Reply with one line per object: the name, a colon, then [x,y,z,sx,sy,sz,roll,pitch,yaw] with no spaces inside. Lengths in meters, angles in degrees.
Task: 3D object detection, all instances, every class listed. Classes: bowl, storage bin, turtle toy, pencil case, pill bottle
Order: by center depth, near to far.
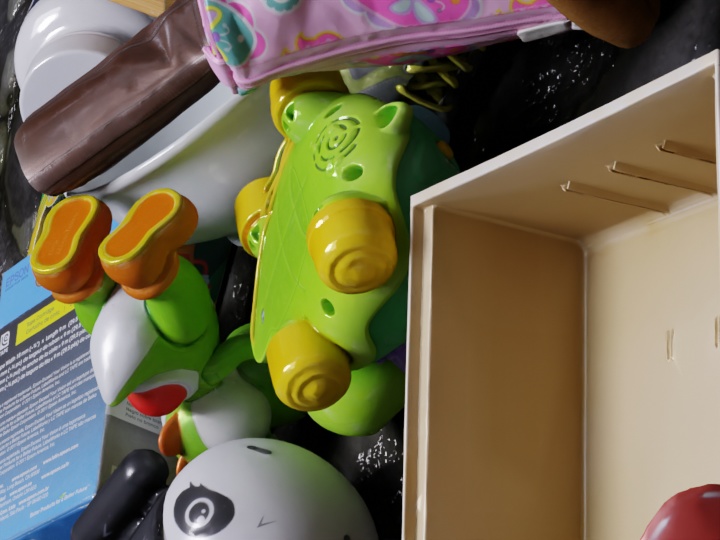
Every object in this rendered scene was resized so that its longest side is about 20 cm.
storage bin: [0.106,0.049,0.685,0.200,0.094,0.199,-23,60,56]
pencil case: [0.026,-0.132,0.801,0.087,0.200,0.088,-8,-90,-85]
turtle toy: [0.000,0.000,0.862,0.146,0.101,0.200,-106,27,-45]
bowl: [-0.063,-0.078,1.000,0.201,0.090,0.201,-35,20,15]
pill bottle: [-0.165,-0.152,1.170,0.200,0.111,0.111,-87,23,-56]

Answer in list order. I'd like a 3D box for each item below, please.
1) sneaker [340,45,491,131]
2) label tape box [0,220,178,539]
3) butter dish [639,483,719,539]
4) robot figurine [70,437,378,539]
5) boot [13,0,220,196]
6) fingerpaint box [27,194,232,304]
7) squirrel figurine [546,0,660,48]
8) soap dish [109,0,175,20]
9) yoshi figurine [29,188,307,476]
sneaker: [0.036,-0.128,0.894,0.085,0.074,0.200,25,102,60]
label tape box: [-0.164,0.073,1.063,0.144,0.063,0.200,-29,48,41]
butter dish: [0.144,0.161,0.523,0.148,0.200,0.200,-122,45,-83]
robot figurine: [-0.073,0.179,0.925,0.200,0.150,0.125,-55,26,31]
boot: [-0.101,-0.129,0.966,0.200,0.064,0.186,-38,18,19]
fingerpaint box: [-0.165,-0.006,1.214,0.200,0.073,0.167,31,108,60]
squirrel figurine: [0.127,-0.165,0.625,0.187,0.200,0.142,18,86,48]
soap dish: [-0.144,-0.232,1.116,0.200,0.157,0.081,23,130,29]
yoshi figurine: [-0.083,0.033,0.962,0.112,0.200,0.112,-30,37,1]
